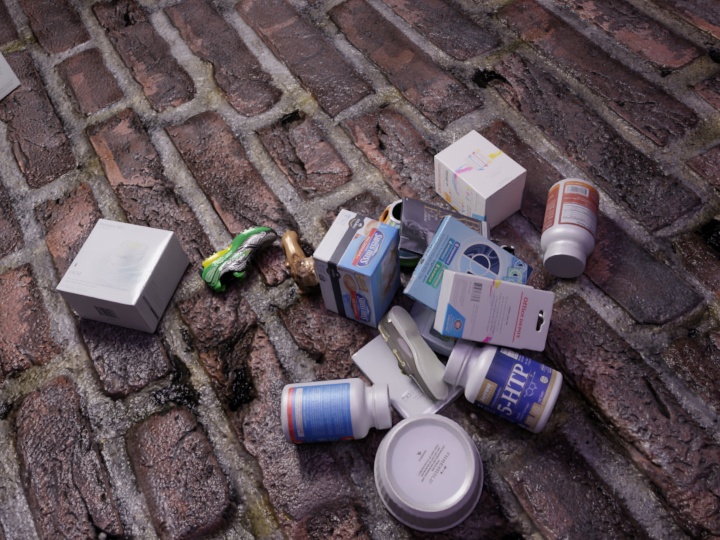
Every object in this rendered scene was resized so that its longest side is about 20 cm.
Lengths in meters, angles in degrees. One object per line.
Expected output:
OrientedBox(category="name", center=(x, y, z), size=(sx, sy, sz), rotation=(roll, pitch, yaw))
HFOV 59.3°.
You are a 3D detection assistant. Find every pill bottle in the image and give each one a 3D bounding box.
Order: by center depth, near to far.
OrientedBox(category="pill bottle", center=(0.258, 0.204, 1.171), size=(0.198, 0.120, 0.120), rotation=(23, 61, 13))
OrientedBox(category="pill bottle", center=(-0.043, 0.263, 1.189), size=(0.197, 0.113, 0.113), rotation=(-6, 55, 5))
OrientedBox(category="pill bottle", center=(0.450, -0.090, 1.364), size=(0.111, 0.113, 0.202), rotation=(11, 58, 14))

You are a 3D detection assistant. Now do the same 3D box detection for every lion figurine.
OrientedBox(category="lion figurine", center=(-0.140, -0.031, 1.396), size=(0.072, 0.123, 0.201), rotation=(-29, 56, -13))

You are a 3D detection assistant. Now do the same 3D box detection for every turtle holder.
OrientedBox(category="turtle holder", center=(0.122, -0.080, 1.389), size=(0.184, 0.132, 0.141), rotation=(30, 64, 25))

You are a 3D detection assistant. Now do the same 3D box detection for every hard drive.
OrientedBox(category="hard drive", center=(0.093, 0.207, 1.262), size=(0.131, 0.026, 0.200), rotation=(-35, 59, -16))

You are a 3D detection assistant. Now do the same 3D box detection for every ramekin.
OrientedBox(category="ramekin", center=(0.119, 0.345, 1.108), size=(0.199, 0.095, 0.205), rotation=(-2, 63, 5))

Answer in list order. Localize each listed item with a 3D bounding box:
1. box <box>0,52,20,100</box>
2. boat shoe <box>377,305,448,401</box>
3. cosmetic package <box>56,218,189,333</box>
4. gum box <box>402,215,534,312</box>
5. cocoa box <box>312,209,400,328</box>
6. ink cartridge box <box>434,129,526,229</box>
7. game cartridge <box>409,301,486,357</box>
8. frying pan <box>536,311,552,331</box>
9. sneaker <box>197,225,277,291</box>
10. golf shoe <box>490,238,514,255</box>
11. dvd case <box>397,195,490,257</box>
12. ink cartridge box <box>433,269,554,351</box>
OrientedBox(category="box", center=(-1.187, -0.591, 1.887), size=(0.198, 0.172, 0.200), rotation=(24, 62, 22))
OrientedBox(category="boat shoe", center=(0.101, 0.169, 1.233), size=(0.060, 0.072, 0.203), rotation=(-42, 67, 31))
OrientedBox(category="cosmetic package", center=(-0.527, 0.008, 1.422), size=(0.197, 0.124, 0.202), rotation=(10, 56, 14))
OrientedBox(category="gum box", center=(0.208, 0.019, 1.221), size=(0.199, 0.045, 0.171), rotation=(31, 86, -8))
OrientedBox(category="cocoa box", center=(0.000, 0.000, 1.308), size=(0.130, 0.201, 0.134), rotation=(20, 59, 19))
OrientedBox(category="ink cartridge box", center=(0.264, -0.212, 1.462), size=(0.125, 0.129, 0.200), rotation=(-34, 57, -15))
OrientedBox(category="game cartridge", center=(0.197, 0.114, 1.290), size=(0.198, 0.041, 0.134), rotation=(19, 59, 12))
OrientedBox(category="frying pan", center=(0.313, 0.065, 1.305), size=(0.114, 0.031, 0.190), rotation=(-4, 40, -39))
OrientedBox(category="sneaker", center=(-0.268, -0.024, 1.447), size=(0.199, 0.078, 0.085), rotation=(-39, 66, -8))
OrientedBox(category="golf shoe", center=(0.268, -0.006, 1.321), size=(0.093, 0.078, 0.201), rotation=(9, 41, 22))
OrientedBox(category="dvd case", center=(0.175, -0.071, 1.290), size=(0.197, 0.016, 0.150), rotation=(17, 47, -10))
OrientedBox(category="ink cartridge box", center=(0.246, 0.075, 1.170), size=(0.197, 0.068, 0.117), rotation=(11, 93, -8))
